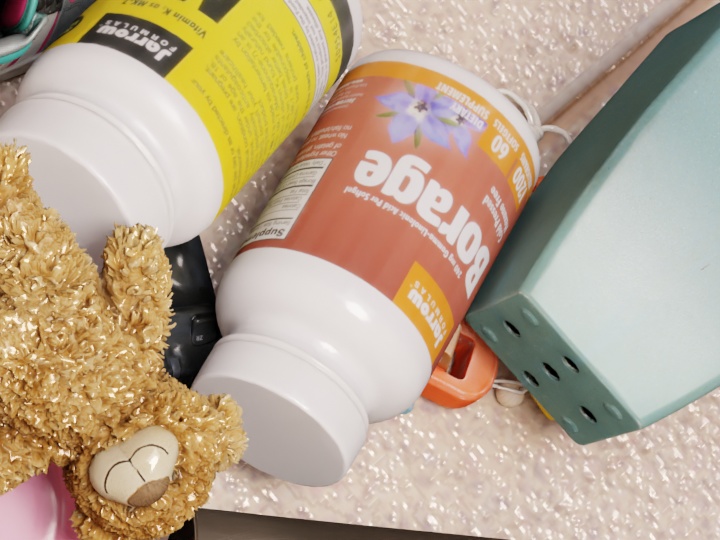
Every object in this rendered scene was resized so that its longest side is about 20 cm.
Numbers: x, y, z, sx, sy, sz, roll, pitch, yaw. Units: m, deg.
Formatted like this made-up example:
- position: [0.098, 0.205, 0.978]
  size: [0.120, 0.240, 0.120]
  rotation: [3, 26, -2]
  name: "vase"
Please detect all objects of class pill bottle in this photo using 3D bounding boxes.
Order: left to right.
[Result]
- position: [-0.093, -0.083, 1.367]
  size: [0.114, 0.114, 0.200]
  rotation: [44, 49, -7]
  name: "pill bottle"
- position: [0.000, 0.000, 1.387]
  size: [0.112, 0.112, 0.201]
  rotation: [36, 61, -11]
  name: "pill bottle"

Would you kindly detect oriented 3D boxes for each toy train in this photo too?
- position: [0.088, 0.000, 1.480]
  size: [0.150, 0.056, 0.201]
  rotation: [32, 63, -14]
  name: "toy train"

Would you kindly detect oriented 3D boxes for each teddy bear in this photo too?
- position: [-0.135, 0.038, 1.254]
  size: [0.144, 0.067, 0.201]
  rotation: [-26, 100, -21]
  name: "teddy bear"

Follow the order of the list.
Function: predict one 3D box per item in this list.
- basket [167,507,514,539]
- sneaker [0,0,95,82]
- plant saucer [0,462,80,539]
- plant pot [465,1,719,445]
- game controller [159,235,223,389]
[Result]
- position: [0.003, 0.184, 1.328]
  size: [0.199, 0.181, 0.136]
  rotation: [14, 39, -13]
  name: "basket"
- position: [-0.168, -0.143, 1.365]
  size: [0.200, 0.121, 0.084]
  rotation: [-38, 92, -30]
  name: "sneaker"
- position: [-0.200, 0.109, 1.286]
  size: [0.199, 0.051, 0.202]
  rotation: [0, 90, -27]
  name: "plant saucer"
- position: [0.158, -0.016, 1.416]
  size: [0.200, 0.141, 0.141]
  rotation: [-44, 95, -18]
  name: "plant pot"
- position: [-0.161, 0.015, 1.371]
  size: [0.199, 0.042, 0.105]
  rotation: [-6, 62, -28]
  name: "game controller"
